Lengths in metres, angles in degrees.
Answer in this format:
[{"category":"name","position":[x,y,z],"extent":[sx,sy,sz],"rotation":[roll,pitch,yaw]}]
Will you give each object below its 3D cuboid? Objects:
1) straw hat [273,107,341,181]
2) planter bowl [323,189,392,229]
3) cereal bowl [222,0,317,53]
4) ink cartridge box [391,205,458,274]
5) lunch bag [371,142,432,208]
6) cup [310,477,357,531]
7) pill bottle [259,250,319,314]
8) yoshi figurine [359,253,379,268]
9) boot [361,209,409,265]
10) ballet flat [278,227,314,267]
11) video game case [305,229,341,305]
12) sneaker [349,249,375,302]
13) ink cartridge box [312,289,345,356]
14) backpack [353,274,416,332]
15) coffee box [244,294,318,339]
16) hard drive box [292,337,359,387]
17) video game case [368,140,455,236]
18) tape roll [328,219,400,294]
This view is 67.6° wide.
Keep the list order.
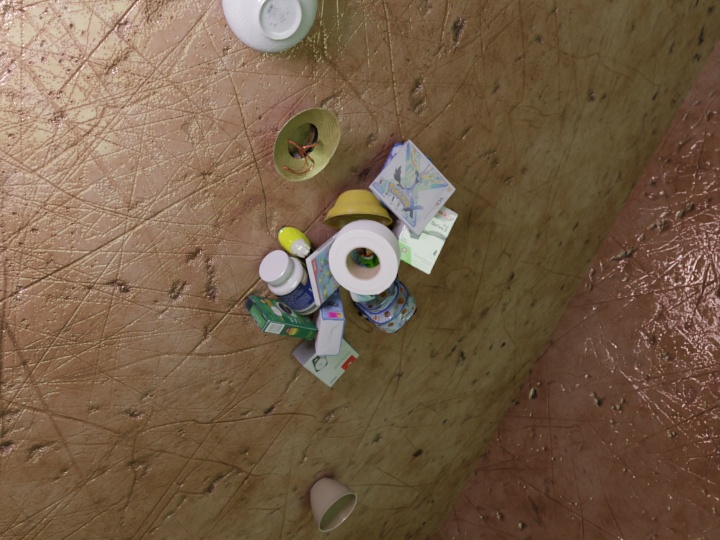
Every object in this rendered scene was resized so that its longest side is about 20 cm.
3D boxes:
[{"category":"straw hat","position":[-0.149,-0.325,1.308],"extent":[0.198,0.085,0.203],"rotation":[-26,146,-19]},{"category":"planter bowl","position":[-0.008,-0.177,1.528],"extent":[0.198,0.198,0.085],"rotation":[9,76,-48]},{"category":"cereal bowl","position":[-0.173,-0.530,1.084],"extent":[0.196,0.084,0.202],"rotation":[-19,145,-14]},{"category":"ink cartridge box","position":[0.179,-0.115,1.616],"extent":[0.144,0.084,0.203],"rotation":[25,93,-19]},{"category":"lunch bag","position":[0.123,-0.282,1.623],"extent":[0.159,0.075,0.203],"rotation":[11,112,-46]},{"category":"cup","position":[-0.132,0.958,2.251],"extent":[0.198,0.143,0.203],"rotation":[-26,135,-29]},{"category":"pill bottle","position":[-0.192,0.034,1.512],"extent":[0.116,0.115,0.200],"rotation":[-48,142,-5]},{"category":"yoshi figurine","position":[0.053,-0.017,1.737],"extent":[0.200,0.112,0.112],"rotation":[-44,157,-13]},{"category":"boot","position":[0.081,-0.080,1.668],"extent":[0.154,0.076,0.203],"rotation":[-29,99,-27]},{"category":"ballet flat","position":[-0.157,-0.052,1.520],"extent":[0.067,0.067,0.200],"rotation":[-46,141,-5]},{"category":"video game case","position":[-0.086,-0.012,1.559],"extent":[0.200,0.017,0.146],"rotation":[-45,132,-50]},{"category":"sneaker","position":[0.000,0.000,1.610],"extent":[0.074,0.080,0.203],"rotation":[-51,131,-49]},{"category":"ink cartridge box","position":[-0.102,0.144,1.653],"extent":[0.075,0.201,0.139],"rotation":[3,121,-14]},{"category":"backpack","position":[0.085,0.102,1.783],"extent":[0.201,0.190,0.154],"rotation":[-50,141,0]},{"category":"coffee box","position":[-0.225,0.137,1.548],"extent":[0.198,0.123,0.044],"rotation":[17,112,-50]},{"category":"hard drive box","position":[-0.113,0.279,1.809],"extent":[0.156,0.077,0.200],"rotation":[-47,142,-6]},{"category":"video game case","position":[0.150,-0.234,1.534],"extent":[0.200,0.022,0.183],"rotation":[43,79,-12]},{"category":"tape roll","position":[0.013,-0.034,1.503],"extent":[0.071,0.198,0.206],"rotation":[-68,170,-59]}]
